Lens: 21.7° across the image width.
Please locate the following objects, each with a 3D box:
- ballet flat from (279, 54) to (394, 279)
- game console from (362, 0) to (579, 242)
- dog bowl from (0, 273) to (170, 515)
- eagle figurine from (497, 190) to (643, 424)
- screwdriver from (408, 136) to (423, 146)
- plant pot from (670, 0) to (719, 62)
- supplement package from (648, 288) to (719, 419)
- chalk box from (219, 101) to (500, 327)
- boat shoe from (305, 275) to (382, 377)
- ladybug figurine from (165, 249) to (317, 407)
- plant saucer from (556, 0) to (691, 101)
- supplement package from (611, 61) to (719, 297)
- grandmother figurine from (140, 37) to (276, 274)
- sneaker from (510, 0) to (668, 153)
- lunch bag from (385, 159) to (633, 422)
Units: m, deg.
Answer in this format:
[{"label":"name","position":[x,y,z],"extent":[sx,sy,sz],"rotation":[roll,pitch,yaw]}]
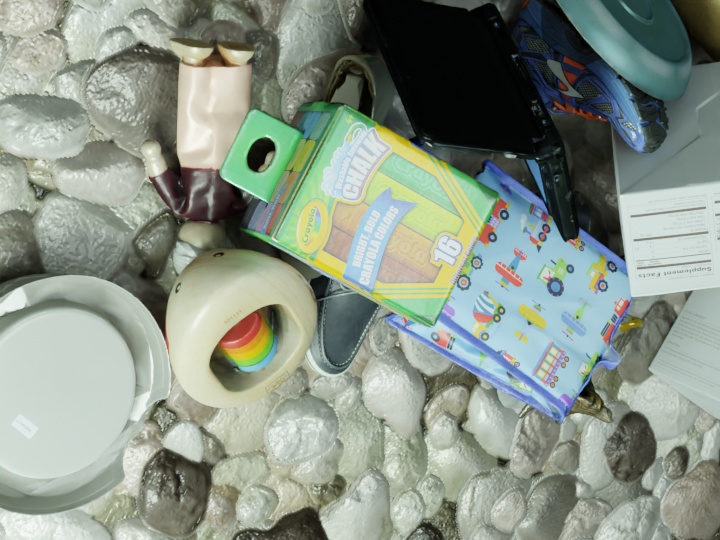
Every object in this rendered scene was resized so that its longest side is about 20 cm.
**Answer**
[{"label":"ballet flat","position":[-0.026,-0.091,1.607],"extent":[0.069,0.069,0.201],"rotation":[18,88,-34]},{"label":"game console","position":[0.094,-0.129,1.589],"extent":[0.116,0.201,0.176],"rotation":[-19,137,0]},{"label":"dog bowl","position":[-0.255,0.094,1.524],"extent":[0.199,0.059,0.202],"rotation":[-9,108,-29]},{"label":"eagle figurine","position":[0.205,0.040,1.777],"extent":[0.152,0.150,0.202],"rotation":[72,21,-68]},{"label":"screwdriver","position":[0.064,-0.123,1.653],"extent":[0.029,0.028,0.200],"rotation":[52,53,-4]},{"label":"plant pot","position":[0.379,-0.258,1.770],"extent":[0.199,0.186,0.187],"rotation":[27,89,-19]},{"label":"supplement package","position":[0.409,0.055,1.893],"extent":[0.119,0.121,0.201],"rotation":[33,86,-34]},{"label":"chalk box","position":[-0.013,-0.058,1.515],"extent":[0.199,0.124,0.125],"rotation":[28,88,-17]},{"label":"boat shoe","position":[0.000,0.000,1.656],"extent":[0.074,0.062,0.201],"rotation":[15,97,-36]},{"label":"ladybug figurine","position":[-0.104,0.044,1.565],"extent":[0.135,0.072,0.200],"rotation":[-38,153,-9]},{"label":"plant saucer","position":[0.230,-0.238,1.666],"extent":[0.199,0.201,0.027],"rotation":[27,128,-35]},{"label":"supplement package","position":[0.306,-0.086,1.679],"extent":[0.154,0.201,0.112],"rotation":[-7,125,9]},{"label":"grandmother figurine","position":[-0.123,-0.088,1.560],"extent":[0.120,0.061,0.202],"rotation":[5,105,-8]},{"label":"sneaker","position":[0.198,-0.161,1.668],"extent":[0.075,0.200,0.079],"rotation":[16,117,-46]},{"label":"lunch bag","position":[0.149,0.026,1.669],"extent":[0.199,0.094,0.151],"rotation":[32,71,-2]}]
